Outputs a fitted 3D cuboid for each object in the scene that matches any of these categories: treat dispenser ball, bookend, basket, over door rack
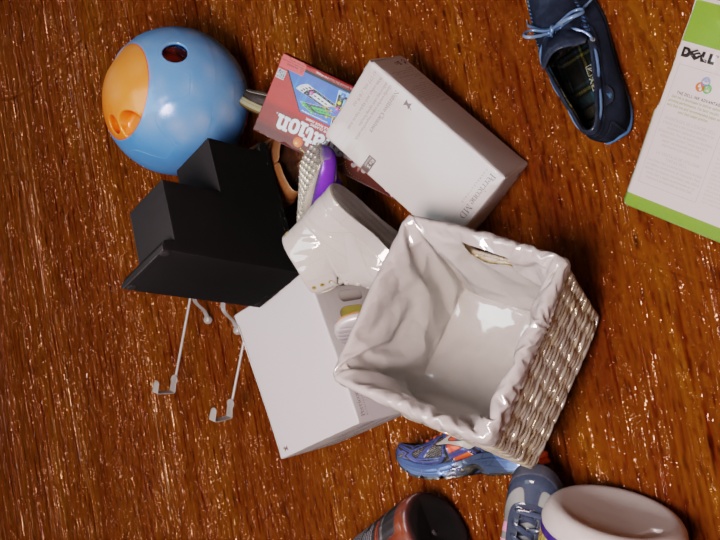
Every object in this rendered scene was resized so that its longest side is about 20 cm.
[{"bbox_3d":[-0.253,-0.231,1.357,0.200,0.200,0.202,5,97,42],"label":"treat dispenser ball"},{"bbox_3d":[-0.195,-0.071,1.203,0.092,0.200,0.199,-38,58,36],"label":"bookend"},{"bbox_3d":[0.115,0.078,1.023,0.198,0.161,0.201,18,75,36],"label":"basket"},{"bbox_3d":[-0.205,0.106,1.425,0.147,0.067,0.201,14,83,41],"label":"over door rack"}]

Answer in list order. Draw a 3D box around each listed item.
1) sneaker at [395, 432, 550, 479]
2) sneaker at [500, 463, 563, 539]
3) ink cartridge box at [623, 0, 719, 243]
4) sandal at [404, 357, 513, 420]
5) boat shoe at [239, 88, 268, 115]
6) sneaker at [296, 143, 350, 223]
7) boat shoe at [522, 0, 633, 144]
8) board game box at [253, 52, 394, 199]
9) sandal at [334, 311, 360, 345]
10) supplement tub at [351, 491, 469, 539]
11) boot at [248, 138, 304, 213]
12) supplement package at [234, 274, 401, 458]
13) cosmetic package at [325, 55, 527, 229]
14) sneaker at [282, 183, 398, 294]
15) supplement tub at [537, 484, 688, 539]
[{"bbox_3d":[0.127,0.199,1.148,0.199,0.075,0.079,-12,77,35],"label":"sneaker"},{"bbox_3d":[0.181,0.306,1.064,0.070,0.082,0.201,7,115,21],"label":"sneaker"},{"bbox_3d":[0.349,-0.130,0.900,0.148,0.076,0.201,29,112,38],"label":"ink cartridge box"},{"bbox_3d":[0.115,0.115,1.138,0.202,0.050,0.083,-26,45,35],"label":"sandal"},{"bbox_3d":[-0.064,-0.208,1.274,0.199,0.073,0.065,20,94,22],"label":"boat shoe"},{"bbox_3d":[-0.027,-0.075,1.223,0.201,0.099,0.070,99,169,-47],"label":"sneaker"},{"bbox_3d":[0.221,-0.227,1.012,0.084,0.069,0.201,-39,68,38],"label":"boat shoe"},{"bbox_3d":[-0.024,-0.176,1.205,0.199,0.019,0.103,26,107,7],"label":"board game box"},{"bbox_3d":[0.029,0.065,1.145,0.079,0.207,0.059,-19,64,16],"label":"sandal"},{"bbox_3d":[0.036,0.361,1.214,0.200,0.107,0.107,-46,65,35],"label":"supplement tub"},{"bbox_3d":[-0.120,-0.078,1.322,0.155,0.073,0.201,-25,76,50],"label":"boot"},{"bbox_3d":[-0.048,0.115,1.265,0.156,0.111,0.201,-31,74,40],"label":"supplement package"},{"bbox_3d":[0.073,-0.136,1.114,0.200,0.081,0.113,42,121,13],"label":"cosmetic package"},{"bbox_3d":[0.000,0.000,1.180,0.200,0.074,0.116,43,116,-12],"label":"sneaker"},{"bbox_3d":[0.242,0.335,0.995,0.145,0.145,0.201,16,105,40],"label":"supplement tub"}]
